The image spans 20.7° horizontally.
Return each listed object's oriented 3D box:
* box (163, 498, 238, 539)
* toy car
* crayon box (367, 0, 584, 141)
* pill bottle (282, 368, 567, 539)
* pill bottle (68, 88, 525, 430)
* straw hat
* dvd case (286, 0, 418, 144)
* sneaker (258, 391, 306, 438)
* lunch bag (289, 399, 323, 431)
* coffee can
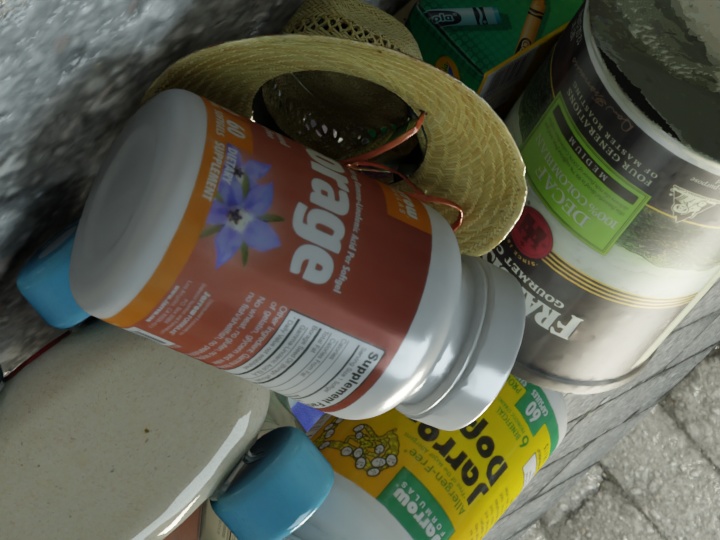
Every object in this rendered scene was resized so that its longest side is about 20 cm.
[{"bbox_3d":[-0.150,0.164,1.142,0.199,0.078,0.095,-14,141,26],"label":"box"},{"bbox_3d":[-0.135,0.070,1.053,0.177,0.184,0.200,-40,-166,1],"label":"toy car"},{"bbox_3d":[0.101,-0.136,1.103,0.200,0.058,0.119,-34,164,-30],"label":"crayon box"},{"bbox_3d":[0.016,0.121,1.088,0.200,0.113,0.113,-46,169,-29],"label":"pill bottle"},{"bbox_3d":[-0.026,0.002,0.929,0.200,0.112,0.112,24,126,-24],"label":"pill bottle"},{"bbox_3d":[-0.008,-0.085,0.973,0.201,0.200,0.085,115,-13,-58],"label":"straw hat"},{"bbox_3d":[0.019,-0.108,1.123,0.200,0.016,0.149,-41,167,-1],"label":"dvd case"},{"bbox_3d":[-0.069,0.113,1.227,0.080,0.200,0.071,-32,133,-3],"label":"sneaker"},{"bbox_3d":[-0.006,0.104,1.506,0.200,0.083,0.161,-46,165,34],"label":"lunch bag"},{"bbox_3d":[0.141,-0.049,1.045,0.146,0.146,0.200,-28,161,-39],"label":"coffee can"}]
